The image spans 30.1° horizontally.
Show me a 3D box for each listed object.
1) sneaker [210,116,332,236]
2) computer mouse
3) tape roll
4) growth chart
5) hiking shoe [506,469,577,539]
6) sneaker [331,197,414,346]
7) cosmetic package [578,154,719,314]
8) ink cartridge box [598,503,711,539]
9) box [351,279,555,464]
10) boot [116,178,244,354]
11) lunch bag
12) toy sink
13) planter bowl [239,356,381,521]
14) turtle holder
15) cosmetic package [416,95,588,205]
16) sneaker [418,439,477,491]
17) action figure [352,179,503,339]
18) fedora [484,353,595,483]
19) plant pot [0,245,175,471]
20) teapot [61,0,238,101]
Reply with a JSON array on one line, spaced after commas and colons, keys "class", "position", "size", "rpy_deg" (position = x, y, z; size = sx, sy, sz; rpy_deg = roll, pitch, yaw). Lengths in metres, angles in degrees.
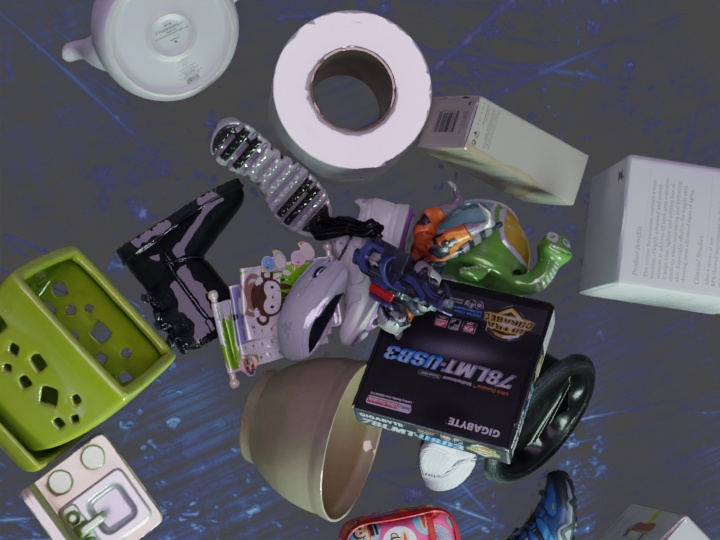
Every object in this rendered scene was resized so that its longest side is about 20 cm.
[{"class": "sneaker", "position": [-0.112, -0.126, 1.728], "size": [0.075, 0.081, 0.200], "rpy_deg": [-42, 112, 6]}, {"class": "computer mouse", "position": [-0.052, 0.017, 1.675], "size": [0.044, 0.109, 0.201], "rpy_deg": [37, 72, -47]}, {"class": "tape roll", "position": [-0.017, -0.218, 1.716], "size": [0.201, 0.139, 0.204], "rpy_deg": [1, 85, -7]}, {"class": "growth chart", "position": [-0.103, 0.049, 1.709], "size": [0.199, 0.018, 0.146], "rpy_deg": [-21, 97, -29]}, {"class": "hiking shoe", "position": [0.223, 0.352, 1.722], "size": [0.086, 0.074, 0.201], "rpy_deg": [14, 83, -6]}, {"class": "sneaker", "position": [0.000, 0.000, 1.741], "size": [0.099, 0.075, 0.201], "rpy_deg": [18, 78, 9]}, {"class": "cosmetic package", "position": [0.409, -0.043, 1.736], "size": [0.199, 0.166, 0.168], "rpy_deg": [9, 83, -7]}, {"class": "ink cartridge box", "position": [0.397, 0.376, 1.677], "size": [0.145, 0.200, 0.083], "rpy_deg": [45, 81, -1]}, {"class": "box", "position": [0.114, 0.112, 1.612], "size": [0.199, 0.050, 0.199], "rpy_deg": [14, 61, 18]}, {"class": "boot", "position": [-0.198, -0.002, 1.708], "size": [0.198, 0.073, 0.163], "rpy_deg": [-33, 89, -5]}, {"class": "lunch bag", "position": [0.070, 0.402, 1.701], "size": [0.175, 0.082, 0.201], "rpy_deg": [-9, 87, -11]}, {"class": "toy sink", "position": [-0.314, 0.277, 1.603], "size": [0.112, 0.200, 0.131], "rpy_deg": [-37, 89, -8]}, {"class": "planter bowl", "position": [-0.067, 0.195, 1.658], "size": [0.134, 0.200, 0.201], "rpy_deg": [12, 83, 20]}, {"class": "turtle holder", "position": [0.159, -0.023, 1.701], "size": [0.141, 0.185, 0.132], "rpy_deg": [34, 62, -25]}, {"class": "cosmetic package", "position": [0.182, -0.152, 1.710], "size": [0.199, 0.103, 0.073], "rpy_deg": [24, 82, -33]}, {"class": "sneaker", "position": [0.109, 0.179, 1.728], "size": [0.075, 0.115, 0.201], "rpy_deg": [0, 119, -6]}, {"class": "action figure", "position": [0.090, 0.002, 1.587], "size": [0.104, 0.200, 0.194], "rpy_deg": [35, 95, -38]}, {"class": "fedora", "position": [0.209, 0.173, 1.718], "size": [0.200, 0.201, 0.092], "rpy_deg": [-43, 55, -9]}, {"class": "plant pot", "position": [-0.371, 0.112, 1.608], "size": [0.181, 0.200, 0.199], "rpy_deg": [-43, 91, 16]}, {"class": "teapot", "position": [-0.252, -0.321, 1.701], "size": [0.199, 0.146, 0.198], "rpy_deg": [13, 109, -26]}]
